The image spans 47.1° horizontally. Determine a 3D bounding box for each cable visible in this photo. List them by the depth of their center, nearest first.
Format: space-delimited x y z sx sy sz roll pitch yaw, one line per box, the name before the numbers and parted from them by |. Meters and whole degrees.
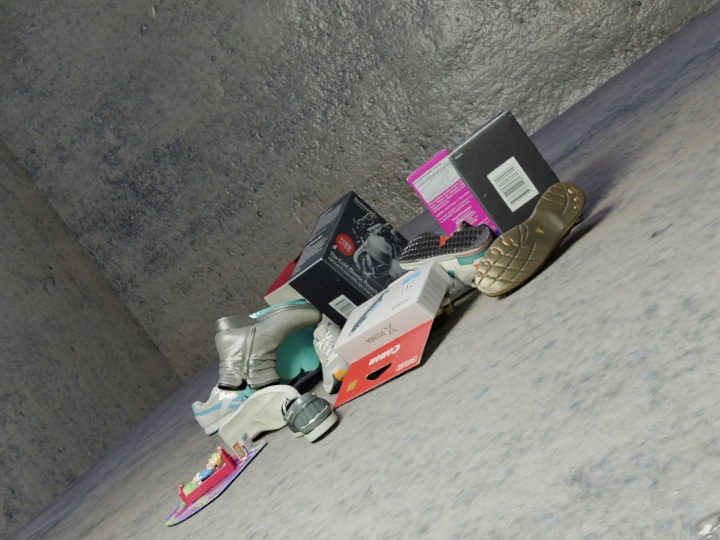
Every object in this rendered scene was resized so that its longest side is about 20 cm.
cable | 0.071 0.084 1.278 0.199 0.051 0.097 -33 6 21

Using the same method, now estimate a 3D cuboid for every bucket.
bucket | -0.159 0.147 1.550 0.205 0.136 0.207 -22 -6 -3

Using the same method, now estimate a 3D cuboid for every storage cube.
storage cube | -0.100 0.052 2.038 0.170 0.201 0.180 -33 12 27

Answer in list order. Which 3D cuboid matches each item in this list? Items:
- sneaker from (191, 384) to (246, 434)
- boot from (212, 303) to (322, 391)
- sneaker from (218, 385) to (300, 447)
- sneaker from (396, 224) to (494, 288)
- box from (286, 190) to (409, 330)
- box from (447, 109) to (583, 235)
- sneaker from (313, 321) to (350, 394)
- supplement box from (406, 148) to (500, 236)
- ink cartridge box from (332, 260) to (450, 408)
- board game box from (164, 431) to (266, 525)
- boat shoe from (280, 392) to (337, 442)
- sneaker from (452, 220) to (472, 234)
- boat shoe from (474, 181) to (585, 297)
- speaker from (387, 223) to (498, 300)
sneaker | -0.282 0.277 1.832 0.199 0.081 0.077 -36 3 0
boot | -0.151 0.137 1.407 0.198 0.132 0.068 -11 -24 -7
sneaker | -0.161 0.232 1.409 0.199 0.075 0.085 -33 8 36
sneaker | 0.139 -0.008 1.250 0.199 0.094 0.071 -9 36 52
box | 0.000 0.000 1.447 0.104 0.200 0.183 -33 25 40
box | 0.244 -0.143 1.329 0.123 0.201 0.198 -35 4 14
sneaker | -0.049 0.139 1.383 0.075 0.092 0.200 -35 5 2
supplement box | 0.189 -0.137 1.667 0.103 0.201 0.101 -35 4 8
ink cartridge box | 0.033 0.093 1.215 0.199 0.045 0.177 -34 21 42
board game box | -0.243 0.323 1.320 0.157 0.039 0.200 -33 5 36
boat shoe | -0.082 0.200 1.203 0.073 0.062 0.200 -40 4 -11
sneaker | 0.165 -0.015 1.489 0.094 0.070 0.200 -55 -3 30
boat shoe | 0.241 -0.033 1.157 0.200 0.072 0.068 -45 -27 -8
speaker | 0.141 0.008 1.338 0.199 0.082 0.081 -35 5 29
